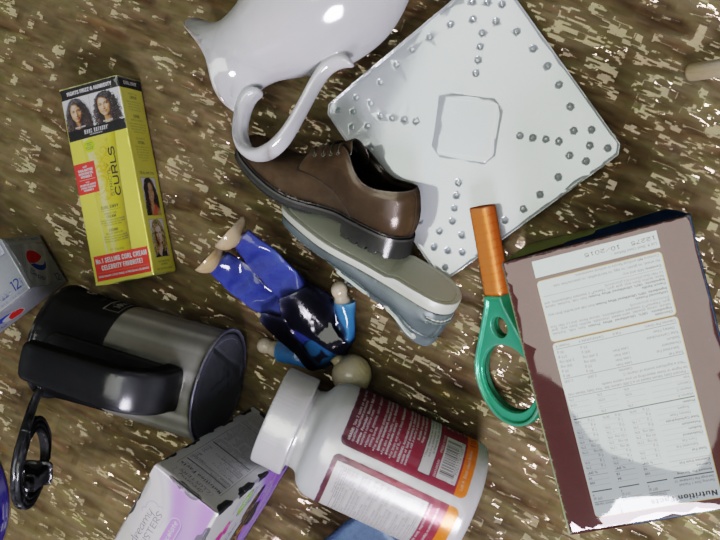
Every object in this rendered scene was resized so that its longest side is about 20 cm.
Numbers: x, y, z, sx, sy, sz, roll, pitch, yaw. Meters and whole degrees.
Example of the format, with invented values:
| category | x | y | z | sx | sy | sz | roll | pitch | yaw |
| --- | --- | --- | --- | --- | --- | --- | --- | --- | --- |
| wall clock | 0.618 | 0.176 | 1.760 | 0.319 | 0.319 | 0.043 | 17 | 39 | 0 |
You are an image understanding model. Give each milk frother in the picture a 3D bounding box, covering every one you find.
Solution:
| category | x | y | z | sx | sy | sz | roll | pitch | yaw |
| --- | --- | --- | --- | --- | --- | --- | --- | --- | --- |
| milk frother | -0.236 | 0.141 | 0.827 | 0.186 | 0.180 | 0.203 | 13 | 111 | 16 |

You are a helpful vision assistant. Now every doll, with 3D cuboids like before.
| category | x | y | z | sx | sy | sz | roll | pitch | yaw |
| --- | --- | --- | --- | --- | --- | --- | --- | --- | --- |
| doll | -0.066 | 0.044 | 0.815 | 0.200 | 0.049 | 0.136 | 43 | 128 | -7 |

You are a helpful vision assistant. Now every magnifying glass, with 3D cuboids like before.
| category | x | y | z | sx | sy | sz | roll | pitch | yaw |
| --- | --- | --- | --- | --- | --- | --- | --- | --- | --- |
| magnifying glass | 0.126 | 0.042 | 0.759 | 0.079 | 0.022 | 0.203 | 0 | 102 | 52 |

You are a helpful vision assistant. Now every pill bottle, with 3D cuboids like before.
| category | x | y | z | sx | sy | sz | roll | pitch | yaw |
| --- | --- | --- | --- | --- | --- | --- | --- | --- | --- |
| pill bottle | 0.008 | 0.170 | 0.770 | 0.198 | 0.110 | 0.111 | 24 | 101 | 2 |

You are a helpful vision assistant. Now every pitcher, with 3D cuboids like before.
| category | x | y | z | sx | sy | sz | roll | pitch | yaw |
| --- | --- | --- | --- | --- | --- | --- | --- | --- | --- |
| pitcher | -0.050 | -0.207 | 0.759 | 0.198 | 0.121 | 0.174 | -27 | 70 | 22 |

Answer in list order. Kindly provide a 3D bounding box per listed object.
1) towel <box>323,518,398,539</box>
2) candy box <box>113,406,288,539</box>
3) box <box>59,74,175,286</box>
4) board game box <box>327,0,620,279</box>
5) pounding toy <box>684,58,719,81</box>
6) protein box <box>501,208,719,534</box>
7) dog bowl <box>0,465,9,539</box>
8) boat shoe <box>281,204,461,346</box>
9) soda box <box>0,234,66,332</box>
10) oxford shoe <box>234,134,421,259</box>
| category | x | y | z | sx | sy | sz | roll | pitch | yaw |
| --- | --- | --- | --- | --- | --- | --- | --- | --- | --- |
| towel | 0.042 | 0.325 | 0.821 | 0.111 | 0.048 | 0.201 | -40 | 84 | 16 |
| candy box | -0.154 | 0.237 | 0.791 | 0.071 | 0.200 | 0.169 | 34 | 103 | 11 |
| box | -0.249 | -0.090 | 0.868 | 0.074 | 0.050 | 0.203 | -9 | 93 | 16 |
| board game box | 0.100 | -0.130 | 0.777 | 0.199 | 0.026 | 0.201 | -36 | 84 | 16 |
| pounding toy | 0.381 | -0.183 | 0.624 | 0.198 | 0.184 | 0.144 | 22 | 100 | 4 |
| protein box | 0.210 | 0.067 | 0.671 | 0.133 | 0.198 | 0.203 | -14 | 91 | 17 |
| dog bowl | -0.504 | 0.267 | 0.958 | 0.197 | 0.079 | 0.203 | 1 | 95 | 15 |
| boat shoe | 0.000 | 0.000 | 0.794 | 0.199 | 0.073 | 0.062 | 32 | 125 | 19 |
| soda box | -0.421 | 0.042 | 0.920 | 0.199 | 0.068 | 0.064 | -34 | 86 | 16 |
| oxford shoe | -0.028 | -0.092 | 0.782 | 0.198 | 0.073 | 0.085 | 25 | 119 | 18 |
